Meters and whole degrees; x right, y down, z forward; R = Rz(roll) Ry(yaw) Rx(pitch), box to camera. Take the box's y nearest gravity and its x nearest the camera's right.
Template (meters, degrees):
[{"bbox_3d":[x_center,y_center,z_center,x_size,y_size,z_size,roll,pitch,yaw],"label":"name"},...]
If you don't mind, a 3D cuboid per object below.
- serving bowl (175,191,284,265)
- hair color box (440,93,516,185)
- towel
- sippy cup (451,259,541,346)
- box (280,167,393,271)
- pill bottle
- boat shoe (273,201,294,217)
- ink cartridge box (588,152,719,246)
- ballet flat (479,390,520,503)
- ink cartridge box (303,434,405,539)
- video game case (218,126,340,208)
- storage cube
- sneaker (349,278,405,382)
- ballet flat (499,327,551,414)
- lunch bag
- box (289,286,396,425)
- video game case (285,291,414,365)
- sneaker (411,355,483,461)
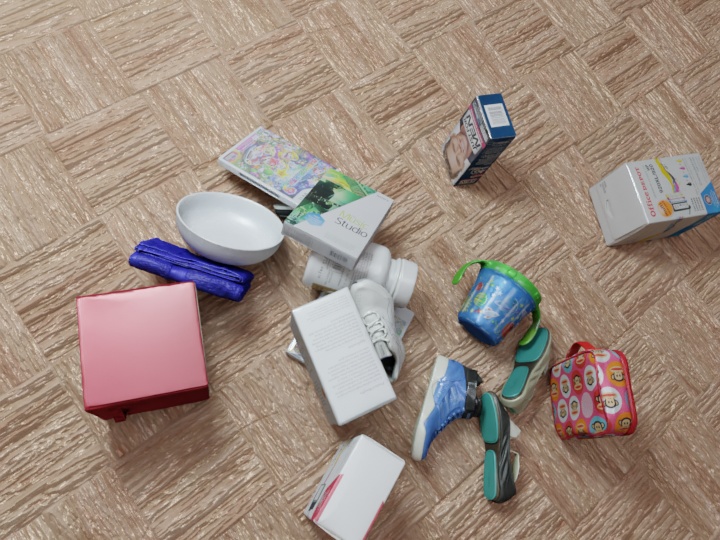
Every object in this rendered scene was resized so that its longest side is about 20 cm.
[{"bbox_3d":[-0.244,-0.069,1.063,0.199,0.066,0.201,17,30,-10],"label":"serving bowl"},{"bbox_3d":[0.239,-0.266,1.197,0.060,0.200,0.101,-10,74,-16],"label":"hair color box"},{"bbox_3d":[-0.291,-0.008,1.024,0.199,0.148,0.050,20,100,-7],"label":"towel"},{"bbox_3d":[0.263,0.071,1.135,0.177,0.140,0.131,34,77,26],"label":"sippy cup"},{"bbox_3d":[-0.036,-0.099,1.050,0.144,0.036,0.200,27,42,4],"label":"box"},{"bbox_3d":[0.000,0.000,1.078,0.199,0.114,0.115,17,69,-6],"label":"pill bottle"},{"bbox_3d":[-0.074,-0.106,1.145,0.198,0.076,0.061,3,111,4],"label":"boat shoe"},{"bbox_3d":[0.650,-0.156,1.281,0.198,0.145,0.148,-9,75,-15],"label":"ink cartridge box"},{"bbox_3d":[0.263,0.329,1.081,0.068,0.068,0.202,5,81,-21],"label":"ballet flat"},{"bbox_3d":[-0.016,0.355,0.932,0.085,0.200,0.148,32,68,0],"label":"ink cartridge box"},{"bbox_3d":[-0.160,-0.206,1.145,0.199,0.018,0.143,31,50,10],"label":"video game case"},{"bbox_3d":[-0.348,0.136,0.948,0.178,0.171,0.201,-9,73,-16],"label":"storage cube"},{"bbox_3d":[0.036,0.107,1.018,0.074,0.087,0.201,-20,110,8],"label":"sneaker"},{"bbox_3d":[0.333,0.200,1.136,0.069,0.070,0.200,39,57,2],"label":"ballet flat"},{"bbox_3d":[0.424,0.222,1.077,0.081,0.200,0.178,-1,72,-8],"label":"lunch bag"},{"bbox_3d":[-0.036,0.153,0.995,0.106,0.152,0.201,-22,80,-14],"label":"box"},{"bbox_3d":[-0.016,0.119,1.106,0.181,0.023,0.201,31,68,-1],"label":"video game case"},{"bbox_3d":[0.167,0.266,1.066,0.110,0.077,0.201,18,62,7],"label":"sneaker"}]
